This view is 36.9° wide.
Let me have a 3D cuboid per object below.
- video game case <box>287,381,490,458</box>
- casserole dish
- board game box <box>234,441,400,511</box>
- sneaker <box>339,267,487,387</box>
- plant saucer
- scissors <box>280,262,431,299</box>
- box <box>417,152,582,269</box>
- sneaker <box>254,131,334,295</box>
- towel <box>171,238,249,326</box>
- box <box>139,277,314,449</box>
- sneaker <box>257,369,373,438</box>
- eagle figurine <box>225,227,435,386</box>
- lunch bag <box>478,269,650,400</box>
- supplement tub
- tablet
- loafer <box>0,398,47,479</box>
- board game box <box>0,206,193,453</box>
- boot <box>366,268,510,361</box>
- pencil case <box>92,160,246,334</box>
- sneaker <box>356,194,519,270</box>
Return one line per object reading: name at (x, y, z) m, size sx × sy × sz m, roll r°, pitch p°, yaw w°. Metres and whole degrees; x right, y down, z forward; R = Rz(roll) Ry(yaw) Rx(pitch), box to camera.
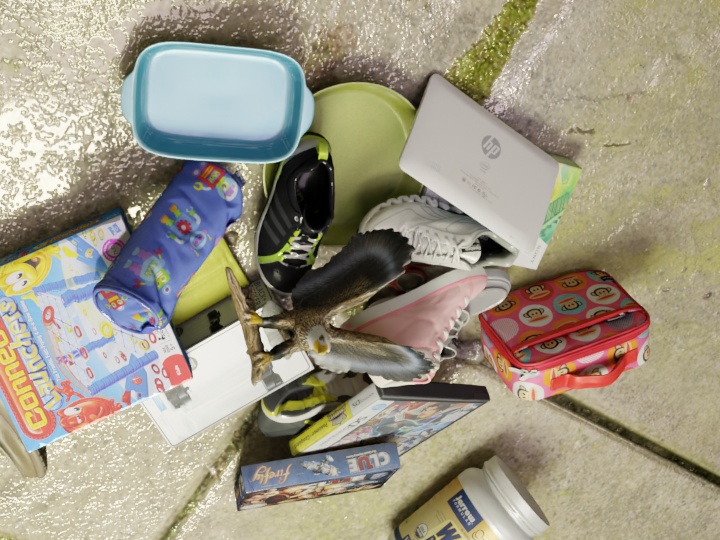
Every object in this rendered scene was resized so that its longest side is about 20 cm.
video game case at (0.037, 0.190, 1.356) m, size 0.198 × 0.026 × 0.180 m, roll 9°, pitch 143°, yaw -43°
casserole dish at (-0.147, -0.177, 1.118) m, size 0.197 × 0.039 × 0.123 m, roll 2°, pitch 114°, yaw -12°
board game box at (-0.058, 0.265, 1.381) m, size 0.197 × 0.035 × 0.136 m, roll -7°, pitch 159°, yaw -13°
sneaker at (0.080, 0.072, 1.254) m, size 0.198 × 0.106 × 0.075 m, roll -23°, pitch 165°, yaw -26°
plant saucer at (-0.018, -0.122, 1.224) m, size 0.197 × 0.031 × 0.202 m, roll -10°, pitch 123°, yaw -15°
scissors at (0.000, 0.000, 1.316) m, size 0.197 × 0.014 × 0.074 m, roll -2°, pitch 122°, yaw -19°
box at (0.158, -0.086, 1.311) m, size 0.198 × 0.036 × 0.146 m, roll 10°, pitch 115°, yaw -27°
sneaker at (-0.070, -0.053, 1.176) m, size 0.071 × 0.083 × 0.202 m, roll 0°, pitch 120°, yaw -20°
towel at (-0.231, 0.034, 1.242) m, size 0.198 × 0.018 × 0.087 m, roll -30°, pitch 131°, yaw -4°
box at (-0.168, 0.109, 1.280) m, size 0.198 × 0.060 × 0.118 m, roll -28°, pitch 122°, yaw -4°
sneaker at (-0.045, 0.165, 1.370) m, size 0.198 × 0.075 × 0.085 m, roll -1°, pitch 148°, yaw -29°
eagle figurine at (-0.030, 0.057, 1.156) m, size 0.197 × 0.152 × 0.153 m, roll -14°, pitch 141°, yaw -5°
lunch bag at (0.262, 0.088, 1.369) m, size 0.197 × 0.177 × 0.083 m, roll -18°, pitch 125°, yaw -11°
supplement tub at (0.151, 0.370, 1.512) m, size 0.200 × 0.145 × 0.144 m, roll -41°, pitch 125°, yaw 5°
tablet at (0.140, -0.121, 1.230) m, size 0.199 × 0.014 × 0.131 m, roll 32°, pitch 65°, yaw -22°
loafer at (-0.416, 0.158, 1.211) m, size 0.067 × 0.076 × 0.202 m, roll -24°, pitch 117°, yaw -3°
board game box at (-0.308, 0.063, 1.166) m, size 0.194 × 0.056 × 0.202 m, roll -24°, pitch 106°, yaw -7°
boot at (0.107, 0.069, 1.337) m, size 0.197 × 0.096 × 0.074 m, roll -17°, pitch 141°, yaw -8°
pencil case at (-0.194, -0.025, 1.122) m, size 0.086 × 0.078 × 0.201 m, roll 37°, pitch 59°, yaw -11°
sneaker at (0.093, -0.038, 1.247) m, size 0.197 × 0.081 × 0.076 m, roll 0°, pitch 121°, yaw -19°
